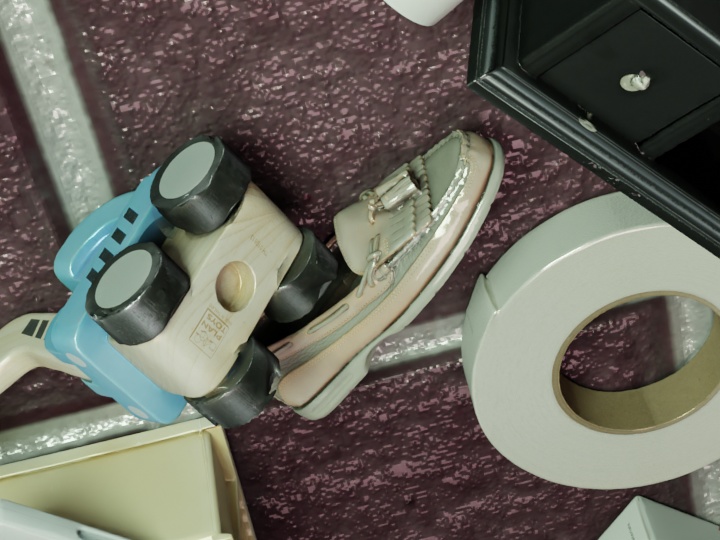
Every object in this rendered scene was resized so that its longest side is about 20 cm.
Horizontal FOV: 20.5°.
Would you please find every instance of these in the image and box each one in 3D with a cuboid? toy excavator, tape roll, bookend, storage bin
[{"bbox_3d":[-0.137,0.030,1.035,0.100,0.200,0.195,44,66,-34],"label":"toy excavator"},{"bbox_3d":[0.157,0.042,1.136,0.202,0.037,0.203,-6,130,-7],"label":"tape roll"},{"bbox_3d":[0.191,-0.116,0.938,0.198,0.092,0.200,31,138,-29],"label":"bookend"},{"bbox_3d":[-0.154,0.207,1.172,0.199,0.094,0.199,-13,130,-1],"label":"storage bin"}]

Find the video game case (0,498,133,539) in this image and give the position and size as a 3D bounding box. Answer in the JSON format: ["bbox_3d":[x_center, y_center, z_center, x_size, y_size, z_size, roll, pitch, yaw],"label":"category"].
[{"bbox_3d":[-0.163,0.222,1.108,0.182,0.023,0.200,22,121,-25],"label":"video game case"}]

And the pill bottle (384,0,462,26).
[{"bbox_3d":[0.076,-0.203,0.875,0.200,0.113,0.112,-41,124,20],"label":"pill bottle"}]

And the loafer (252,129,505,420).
[{"bbox_3d":[0.000,0.000,1.055,0.063,0.072,0.200,25,123,-19],"label":"loafer"}]

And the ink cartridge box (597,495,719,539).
[{"bbox_3d":[0.185,0.258,1.284,0.145,0.084,0.200,21,122,-25],"label":"ink cartridge box"}]
